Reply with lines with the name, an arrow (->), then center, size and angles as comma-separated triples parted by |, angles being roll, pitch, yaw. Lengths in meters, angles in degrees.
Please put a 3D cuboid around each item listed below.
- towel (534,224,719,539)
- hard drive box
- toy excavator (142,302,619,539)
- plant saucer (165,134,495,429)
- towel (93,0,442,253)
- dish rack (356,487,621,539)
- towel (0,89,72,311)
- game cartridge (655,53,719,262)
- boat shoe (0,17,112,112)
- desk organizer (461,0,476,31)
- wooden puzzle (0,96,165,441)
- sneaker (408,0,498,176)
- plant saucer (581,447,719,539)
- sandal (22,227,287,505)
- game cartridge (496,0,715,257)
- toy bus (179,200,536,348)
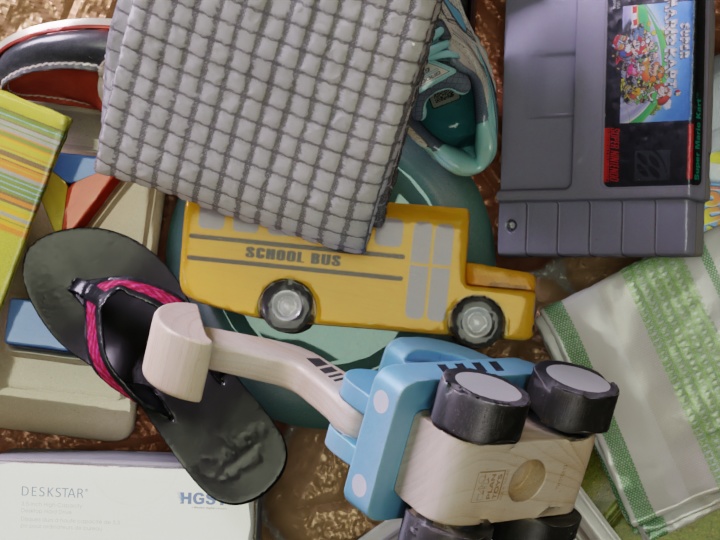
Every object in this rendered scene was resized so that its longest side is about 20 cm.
towel -> 0.215, 0.046, 1.119 | 0.200, 0.031, 0.149 | -26, 75, 8
hard drive box -> -0.137, 0.207, 1.157 | 0.155, 0.077, 0.201 | 3, 90, 1
toy excavator -> 0.006, 0.075, 1.064 | 0.194, 0.200, 0.100 | 0, 112, -39
plant saucer -> -0.018, -0.005, 1.179 | 0.199, 0.036, 0.201 | 0, 89, 0
towel -> -0.043, -0.124, 1.040 | 0.165, 0.086, 0.200 | 20, 120, 7
dish rack -> 0.067, 0.212, 1.139 | 0.200, 0.044, 0.172 | -37, 90, 21
towel -> -0.237, -0.009, 1.143 | 0.086, 0.018, 0.200 | 21, 92, 12
game cartridge -> 0.234, -0.029, 1.169 | 0.133, 0.040, 0.200 | -25, 85, 4
boat shoe -> -0.114, -0.104, 1.146 | 0.199, 0.071, 0.063 | 2, 75, 1
desk organizer -> -0.028, -0.179, 1.164 | 0.199, 0.072, 0.077 | 0, 91, 1
wooden puzzle -> -0.215, -0.006, 1.176 | 0.185, 0.046, 0.201 | 7, 89, 1
sneaker -> 0.031, -0.134, 1.102 | 0.077, 0.086, 0.200 | -28, 130, 10
plant saucer -> 0.201, 0.177, 1.166 | 0.200, 0.048, 0.200 | 40, 90, 2
sandal -> -0.116, 0.046, 1.118 | 0.075, 0.045, 0.200 | -42, 75, -5
game cartridge -> 0.141, -0.107, 1.146 | 0.129, 0.038, 0.201 | 0, 86, 38
toy bus -> 0.000, 0.000, 1.129 | 0.199, 0.065, 0.079 | 5, 88, 2
